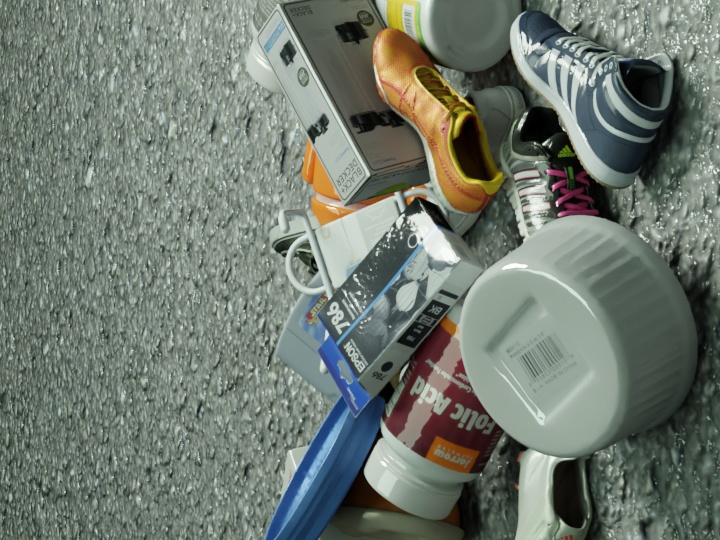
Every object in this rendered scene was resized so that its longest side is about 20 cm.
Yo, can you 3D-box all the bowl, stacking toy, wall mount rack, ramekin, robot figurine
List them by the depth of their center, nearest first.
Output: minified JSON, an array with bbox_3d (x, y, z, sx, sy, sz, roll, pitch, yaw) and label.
[{"bbox_3d":[0.180,0.063,1.440,0.200,0.097,0.202,21,122,37],"label":"ramekin"},{"bbox_3d":[0.000,0.000,1.687,0.199,0.074,0.175,-23,82,28],"label":"wall mount rack"},{"bbox_3d":[-0.035,0.206,1.723,0.201,0.039,0.201,-60,5,8],"label":"bowl"},{"bbox_3d":[0.048,0.183,1.755,0.146,0.145,0.202,-16,61,60],"label":"stacking toy"},{"bbox_3d":[0.008,-0.113,1.806,0.117,0.143,0.202,-87,4,-77],"label":"robot figurine"}]

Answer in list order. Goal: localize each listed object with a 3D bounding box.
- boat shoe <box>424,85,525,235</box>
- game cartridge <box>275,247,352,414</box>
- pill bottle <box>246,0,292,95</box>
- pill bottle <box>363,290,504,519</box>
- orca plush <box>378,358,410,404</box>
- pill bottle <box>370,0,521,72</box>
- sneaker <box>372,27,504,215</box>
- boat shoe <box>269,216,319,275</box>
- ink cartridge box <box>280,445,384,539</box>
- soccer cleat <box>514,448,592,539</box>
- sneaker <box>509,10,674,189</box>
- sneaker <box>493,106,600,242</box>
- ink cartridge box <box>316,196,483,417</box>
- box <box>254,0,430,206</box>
[{"bbox_3d":[0.098,-0.105,1.688,0.200,0.068,0.072,-56,44,46],"label":"boat shoe"},{"bbox_3d":[0.001,0.050,1.778,0.200,0.133,0.042,-51,5,26],"label":"game cartridge"},{"bbox_3d":[-0.061,-0.307,1.932,0.113,0.112,0.201,61,140,41],"label":"pill bottle"},{"bbox_3d":[0.088,0.131,1.617,0.201,0.114,0.114,-63,36,15],"label":"pill bottle"},{"bbox_3d":[0.019,0.104,1.837,0.106,0.071,0.201,64,142,39],"label":"orca plush"},{"bbox_3d":[0.066,-0.269,1.699,0.200,0.110,0.112,28,115,58],"label":"pill bottle"},{"bbox_3d":[0.079,-0.151,1.590,0.201,0.073,0.077,59,143,12],"label":"sneaker"},{"bbox_3d":[-0.047,-0.028,1.957,0.200,0.070,0.064,-13,78,59],"label":"boat shoe"},{"bbox_3d":[-0.021,0.309,1.868,0.145,0.084,0.201,101,154,-54],"label":"ink cartridge box"},{"bbox_3d":[0.177,0.258,1.556,0.077,0.069,0.202,0,88,58],"label":"soccer cleat"},{"bbox_3d":[0.207,-0.181,1.481,0.201,0.070,0.109,63,147,28],"label":"sneaker"},{"bbox_3d":[0.181,-0.078,1.529,0.200,0.073,0.088,-114,30,-44],"label":"sneaker"},{"bbox_3d":[0.024,0.036,1.597,0.200,0.039,0.100,-52,47,19],"label":"ink cartridge box"},{"bbox_3d":[-0.006,-0.171,1.641,0.201,0.116,0.060,61,141,14],"label":"box"}]
